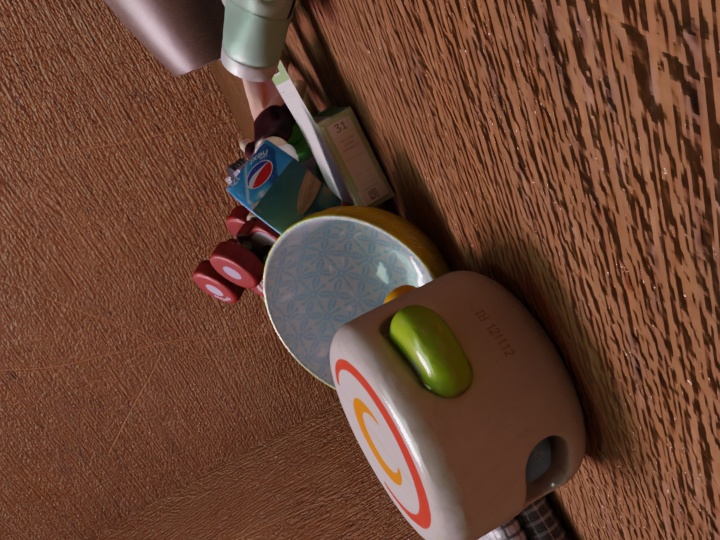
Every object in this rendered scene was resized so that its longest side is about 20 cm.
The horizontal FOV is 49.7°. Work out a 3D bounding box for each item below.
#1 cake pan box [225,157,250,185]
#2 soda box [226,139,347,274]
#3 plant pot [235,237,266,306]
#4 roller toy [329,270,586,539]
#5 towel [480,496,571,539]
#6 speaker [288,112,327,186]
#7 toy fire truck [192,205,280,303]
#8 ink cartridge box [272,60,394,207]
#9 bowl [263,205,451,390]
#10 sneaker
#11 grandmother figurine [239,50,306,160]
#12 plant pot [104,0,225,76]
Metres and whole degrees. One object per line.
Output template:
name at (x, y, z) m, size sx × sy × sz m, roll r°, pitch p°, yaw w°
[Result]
cake pan box at (-0.107, -0.075, 1.082) m, size 0.200 × 0.052 × 0.184 m, roll 53°, pitch 168°, yaw -12°
soda box at (-0.043, -0.048, 0.824) m, size 0.200 × 0.068 × 0.064 m, roll 39°, pitch 179°, yaw -43°
plant pot at (-0.108, -0.034, 1.326) m, size 0.201 × 0.184 × 0.200 m, roll 61°, pitch 173°, yaw 12°
roller toy at (0.073, 0.100, 0.595) m, size 0.183 × 0.139 × 0.200 m, roll 66°, pitch 163°, yaw -4°
towel at (0.151, 0.247, 0.882) m, size 0.166 × 0.085 × 0.200 m, roll 60°, pitch 172°, yaw 6°
speaker at (-0.087, -0.153, 1.093) m, size 0.089 × 0.088 × 0.200 m, roll 60°, pitch 174°, yaw 15°
toy fire truck at (-0.098, -0.003, 0.958) m, size 0.168 × 0.112 × 0.200 m, roll 34°, pitch 154°, yaw -14°
ink cartridge box at (-0.042, -0.164, 0.835) m, size 0.201 × 0.048 × 0.146 m, roll 64°, pitch 174°, yaw -15°
bowl at (0.015, 0.017, 0.764) m, size 0.201 × 0.199 × 0.108 m, roll 64°, pitch -145°, yaw -15°
sneaker at (-0.081, -0.272, 0.698) m, size 0.201 × 0.073 × 0.118 m, roll -97°, pitch 26°, yaw -43°
grandmother figurine at (-0.111, -0.183, 0.948) m, size 0.121 × 0.060 × 0.201 m, roll -50°, pitch 38°, yaw 37°
plant pot at (-0.197, -0.315, 0.809) m, size 0.201 × 0.186 × 0.187 m, roll 65°, pitch 173°, yaw -22°
